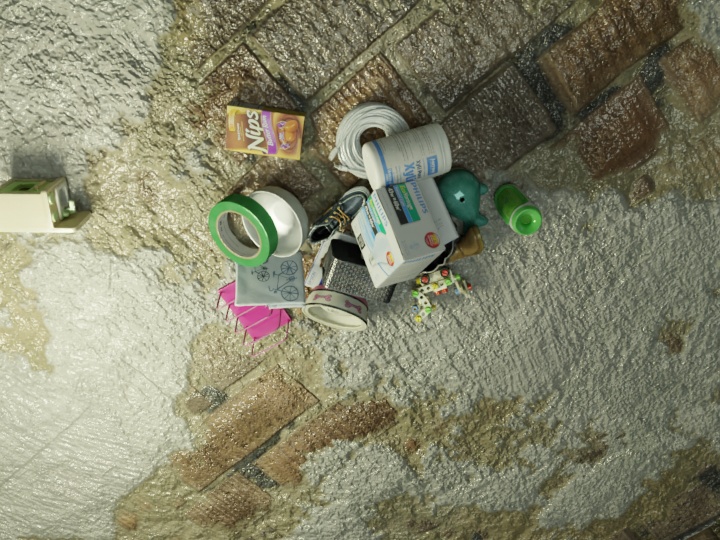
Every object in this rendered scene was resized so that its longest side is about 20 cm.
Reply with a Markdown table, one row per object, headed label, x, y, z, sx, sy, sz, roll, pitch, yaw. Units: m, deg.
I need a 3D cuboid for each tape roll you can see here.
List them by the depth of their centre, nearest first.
| label | x | y | z | sx | sy | sz | roll | pitch | yaw |
| --- | --- | --- | --- | --- | --- | --- | --- | --- | --- |
| tape roll | -0.319 | -0.107 | 1.607 | 0.199 | 0.048 | 0.202 | 17 | 130 | 21 |

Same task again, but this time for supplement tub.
| label | x | y | z | sx | sy | sz | roll | pitch | yaw |
| --- | --- | --- | --- | --- | --- | --- | --- | --- | --- |
| supplement tub | 0.114 | -0.282 | 1.487 | 0.198 | 0.132 | 0.133 | -17 | 117 | -6 |

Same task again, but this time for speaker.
| label | x | y | z | sx | sy | sz | roll | pitch | yaw |
| --- | --- | --- | --- | --- | --- | --- | --- | --- | --- |
| speaker | 0.422 | -0.168 | 1.600 | 0.087 | 0.200 | 0.089 | -2 | 117 | -3 |

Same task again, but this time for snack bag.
| label | x | y | z | sx | sy | sz | roll | pitch | yaw |
| --- | --- | --- | --- | --- | --- | --- | --- | --- | --- |
| snack bag | -0.255 | 0.027 | 1.655 | 0.198 | 0.190 | 0.021 | -2 | 143 | -9 |

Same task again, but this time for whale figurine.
| label | x | y | z | sx | sy | sz | roll | pitch | yaw |
| --- | --- | --- | --- | --- | --- | --- | --- | --- | --- |
| whale figurine | 0.286 | -0.184 | 1.636 | 0.158 | 0.104 | 0.201 | -28 | 116 | 9 |

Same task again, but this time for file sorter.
| label | x | y | z | sx | sy | sz | roll | pitch | yaw |
| --- | --- | --- | --- | --- | --- | --- | --- | --- | --- |
| file sorter | -0.313 | 0.130 | 1.734 | 0.138 | 0.126 | 0.201 | -27 | 115 | 9 |

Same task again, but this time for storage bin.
| label | x | y | z | sx | sy | sz | roll | pitch | yaw |
| --- | --- | --- | --- | --- | --- | --- | --- | --- | --- |
| storage bin | 0.000 | 0.000 | 1.640 | 0.198 | 0.136 | 0.094 | 15 | 115 | -12 |

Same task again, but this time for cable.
| label | x | y | z | sx | sy | sz | roll | pitch | yaw |
| --- | --- | --- | --- | --- | --- | --- | --- | --- | --- |
| cable | 0.034 | -0.339 | 1.561 | 0.198 | 0.069 | 0.201 | 21 | 112 | -15 |

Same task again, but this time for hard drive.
| label | x | y | z | sx | sy | sz | roll | pitch | yaw |
| --- | --- | --- | --- | --- | --- | --- | --- | --- | --- |
| hard drive | 0.165 | -0.150 | 1.572 | 0.131 | 0.025 | 0.202 | -29 | 74 | 27 |

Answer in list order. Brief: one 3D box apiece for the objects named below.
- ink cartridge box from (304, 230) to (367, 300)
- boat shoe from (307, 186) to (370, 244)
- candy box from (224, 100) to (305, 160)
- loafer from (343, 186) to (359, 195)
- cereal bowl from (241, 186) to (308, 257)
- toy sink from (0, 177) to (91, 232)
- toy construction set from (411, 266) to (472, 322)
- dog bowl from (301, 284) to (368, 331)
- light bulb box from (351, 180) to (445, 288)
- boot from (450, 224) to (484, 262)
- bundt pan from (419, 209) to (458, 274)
| label | x | y | z | sx | sy | sz | roll | pitch | yaw |
| --- | --- | --- | --- | --- | --- | --- | --- | --- | --- |
| ink cartridge box | -0.039 | -0.013 | 1.732 | 0.198 | 0.047 | 0.199 | 22 | 114 | -12 |
| boat shoe | -0.056 | -0.140 | 1.577 | 0.200 | 0.091 | 0.071 | -36 | 106 | 27 |
| candy box | -0.247 | -0.362 | 1.535 | 0.198 | 0.057 | 0.118 | 7 | 116 | -6 |
| loafer | 0.036 | -0.165 | 1.662 | 0.200 | 0.063 | 0.072 | 40 | 76 | -25 |
| cereal bowl | -0.222 | -0.142 | 1.611 | 0.198 | 0.083 | 0.202 | 16 | 128 | 21 |
| toy sink | -0.829 | -0.175 | 1.543 | 0.198 | 0.131 | 0.113 | 1 | 116 | -4 |
| toy construction set | 0.235 | 0.063 | 1.761 | 0.198 | 0.092 | 0.132 | -21 | 94 | -2 |
| dog bowl | -0.067 | 0.107 | 1.720 | 0.199 | 0.200 | 0.074 | 21 | 69 | -14 |
| light bulb box | 0.090 | -0.088 | 1.505 | 0.124 | 0.200 | 0.200 | -15 | 164 | -24 |
| boot | 0.247 | -0.050 | 1.679 | 0.198 | 0.067 | 0.175 | -19 | 159 | 4 |
| bundt pan | 0.181 | -0.088 | 1.618 | 0.200 | 0.076 | 0.204 | -2 | 86 | 31 |
